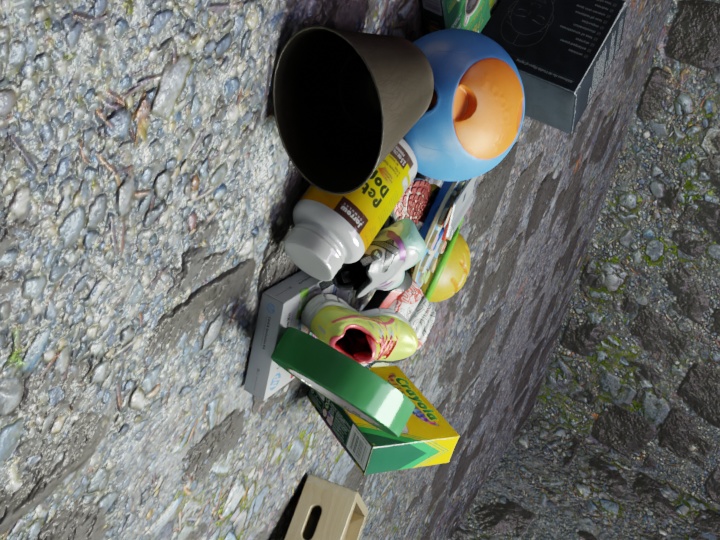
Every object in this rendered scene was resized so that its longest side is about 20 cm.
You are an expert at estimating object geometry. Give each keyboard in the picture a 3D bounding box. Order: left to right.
[{"bbox_3d":[0.160,-0.108,1.452,0.200,0.010,0.058,-52,150,-64],"label":"keyboard"}]

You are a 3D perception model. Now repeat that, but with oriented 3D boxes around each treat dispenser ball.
[{"bbox_3d":[0.126,-0.225,1.264,0.202,0.198,0.203,-50,155,-33],"label":"treat dispenser ball"}]

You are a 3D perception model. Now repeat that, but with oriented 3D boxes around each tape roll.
[{"bbox_3d":[-0.024,0.147,1.213,0.049,0.198,0.201,-59,159,-11],"label":"tape roll"}]

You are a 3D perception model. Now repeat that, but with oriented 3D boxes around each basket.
[{"bbox_3d":[0.003,-0.207,1.087,0.200,0.133,0.184,-41,123,-58],"label":"basket"}]

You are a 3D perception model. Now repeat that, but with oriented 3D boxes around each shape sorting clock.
[{"bbox_3d":[0.128,-0.060,1.478,0.202,0.039,0.202,-59,164,-28],"label":"shape sorting clock"}]

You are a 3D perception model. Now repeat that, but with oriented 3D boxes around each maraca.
[{"bbox_3d":[0.153,-0.022,1.705,0.138,0.105,0.201,-64,178,39],"label":"maraca"}]

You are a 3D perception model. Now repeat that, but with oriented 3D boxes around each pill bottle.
[{"bbox_3d":[-0.016,-0.089,1.204,0.202,0.108,0.110,-56,158,-22],"label":"pill bottle"}]

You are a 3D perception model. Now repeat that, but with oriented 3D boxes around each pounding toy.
[{"bbox_3d":[-0.093,0.490,1.683,0.185,0.139,0.203,72,37,-62],"label":"pounding toy"}]

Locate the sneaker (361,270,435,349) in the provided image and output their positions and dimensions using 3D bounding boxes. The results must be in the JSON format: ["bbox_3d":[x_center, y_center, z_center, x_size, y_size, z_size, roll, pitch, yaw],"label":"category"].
[{"bbox_3d":[0.034,0.106,1.405,0.108,0.067,0.202,48,72,-24],"label":"sneaker"}]

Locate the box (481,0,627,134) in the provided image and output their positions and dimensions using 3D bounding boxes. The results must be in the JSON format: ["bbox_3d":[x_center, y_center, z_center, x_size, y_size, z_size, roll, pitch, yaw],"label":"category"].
[{"bbox_3d":[0.313,-0.372,1.555,0.198,0.197,0.125,-56,159,-18],"label":"box"}]

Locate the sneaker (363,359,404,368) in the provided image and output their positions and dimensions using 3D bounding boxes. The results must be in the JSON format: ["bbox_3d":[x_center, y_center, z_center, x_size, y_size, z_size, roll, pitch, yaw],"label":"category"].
[{"bbox_3d":[0.004,0.122,1.478,0.197,0.074,0.083,-22,150,-29],"label":"sneaker"}]

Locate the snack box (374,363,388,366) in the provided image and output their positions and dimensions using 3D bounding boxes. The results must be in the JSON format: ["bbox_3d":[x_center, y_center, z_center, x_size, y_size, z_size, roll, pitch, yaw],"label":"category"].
[{"bbox_3d":[0.010,0.149,1.639,0.199,0.037,0.118,-23,135,-61],"label":"snack box"}]

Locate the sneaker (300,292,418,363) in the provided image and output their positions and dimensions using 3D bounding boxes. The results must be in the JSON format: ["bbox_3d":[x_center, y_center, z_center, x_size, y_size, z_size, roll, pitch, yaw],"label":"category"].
[{"bbox_3d":[0.009,0.100,1.285,0.197,0.091,0.079,15,114,-37],"label":"sneaker"}]

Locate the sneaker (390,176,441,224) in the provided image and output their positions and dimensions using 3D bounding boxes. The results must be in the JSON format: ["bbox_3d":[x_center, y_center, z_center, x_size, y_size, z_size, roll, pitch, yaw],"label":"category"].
[{"bbox_3d":[0.062,-0.110,1.398,0.079,0.081,0.200,-67,168,6],"label":"sneaker"}]

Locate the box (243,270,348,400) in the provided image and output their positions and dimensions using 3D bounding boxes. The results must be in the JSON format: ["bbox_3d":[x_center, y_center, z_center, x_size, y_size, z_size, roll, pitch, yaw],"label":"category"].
[{"bbox_3d":[-0.084,0.074,1.322,0.199,0.041,0.159,-30,140,-55],"label":"box"}]

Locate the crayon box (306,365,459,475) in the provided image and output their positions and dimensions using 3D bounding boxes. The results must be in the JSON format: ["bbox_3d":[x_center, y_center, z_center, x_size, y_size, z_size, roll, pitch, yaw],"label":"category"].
[{"bbox_3d":[0.034,0.233,1.484,0.169,0.200,0.059,-1,120,-34],"label":"crayon box"}]

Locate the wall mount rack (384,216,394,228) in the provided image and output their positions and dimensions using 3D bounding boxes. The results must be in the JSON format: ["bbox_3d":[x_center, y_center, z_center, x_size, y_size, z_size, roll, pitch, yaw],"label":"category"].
[{"bbox_3d":[0.068,-0.016,1.543,0.174,0.074,0.202,-51,155,-29],"label":"wall mount rack"}]

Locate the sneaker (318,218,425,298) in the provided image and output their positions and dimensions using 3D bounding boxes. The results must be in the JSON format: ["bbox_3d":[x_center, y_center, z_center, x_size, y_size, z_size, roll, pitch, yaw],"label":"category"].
[{"bbox_3d":[0.000,0.000,1.300,0.138,0.079,0.200,-27,168,-21],"label":"sneaker"}]

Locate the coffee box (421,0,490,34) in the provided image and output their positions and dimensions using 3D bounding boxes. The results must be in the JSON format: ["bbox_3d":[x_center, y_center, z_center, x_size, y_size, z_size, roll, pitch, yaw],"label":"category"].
[{"bbox_3d":[0.136,-0.390,1.323,0.124,0.043,0.201,-59,158,-15],"label":"coffee box"}]
